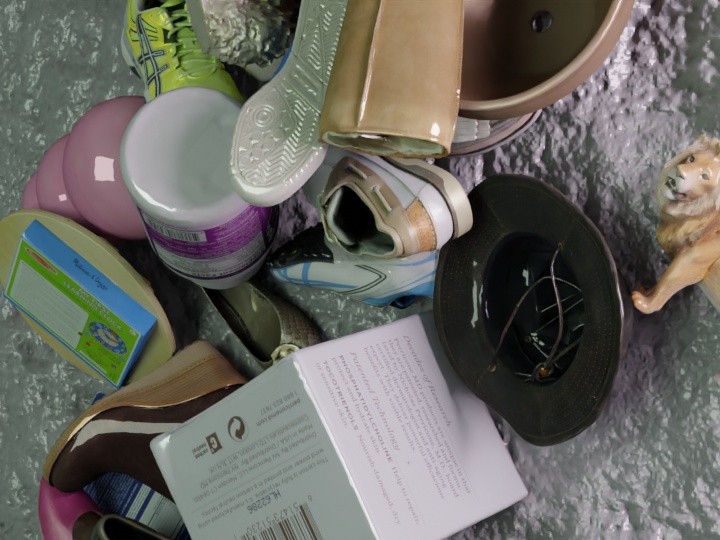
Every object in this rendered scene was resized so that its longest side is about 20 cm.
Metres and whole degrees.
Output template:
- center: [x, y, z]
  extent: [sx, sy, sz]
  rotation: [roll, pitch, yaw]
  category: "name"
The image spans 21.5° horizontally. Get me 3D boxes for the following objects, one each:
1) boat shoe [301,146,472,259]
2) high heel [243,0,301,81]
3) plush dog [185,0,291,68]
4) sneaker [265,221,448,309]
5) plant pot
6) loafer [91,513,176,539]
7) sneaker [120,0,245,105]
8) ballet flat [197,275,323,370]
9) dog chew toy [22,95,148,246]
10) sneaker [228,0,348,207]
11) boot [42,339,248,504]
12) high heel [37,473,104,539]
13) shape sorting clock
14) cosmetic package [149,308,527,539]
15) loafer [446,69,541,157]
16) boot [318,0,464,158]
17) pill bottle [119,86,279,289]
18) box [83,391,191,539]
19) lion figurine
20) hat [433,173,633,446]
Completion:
- center: [0.001, -0.053, 1.431]
  extent: [0.200, 0.068, 0.075]
  rotation: [15, 130, 59]
  category: "boat shoe"
- center: [-0.049, -0.220, 1.559]
  extent: [0.142, 0.071, 0.200]
  rotation: [-41, 45, 2]
  category: "high heel"
- center: [-0.075, -0.279, 1.490]
  extent: [0.200, 0.171, 0.161]
  rotation: [50, 148, 39]
  category: "plush dog"
- center: [0.000, 0.000, 1.508]
  extent: [0.199, 0.072, 0.073]
  rotation: [1, 125, 46]
  category: "sneaker"
- center: [0.115, -0.194, 1.368]
  extent: [0.199, 0.093, 0.203]
  rotation: [-10, 68, 26]
  category: "plant pot"
- center: [-0.141, 0.267, 1.583]
  extent: [0.199, 0.072, 0.063]
  rotation: [26, 149, 9]
  category: "loafer"
- center: [-0.154, -0.179, 1.579]
  extent: [0.200, 0.075, 0.077]
  rotation: [49, 148, 43]
  category: "sneaker"
- center: [-0.098, 0.030, 1.598]
  extent: [0.200, 0.046, 0.068]
  rotation: [51, 121, 26]
  category: "ballet flat"
- center: [-0.226, -0.074, 1.655]
  extent: [0.199, 0.124, 0.126]
  rotation: [-23, 78, 45]
  category: "dog chew toy"
- center: [-0.035, -0.122, 1.413]
  extent: [0.076, 0.111, 0.201]
  rotation: [14, 70, 13]
  category: "sneaker"
- center: [-0.162, 0.174, 1.608]
  extent: [0.199, 0.072, 0.167]
  rotation: [-36, 69, 8]
  category: "boot"
- center: [-0.210, 0.251, 1.641]
  extent: [0.096, 0.067, 0.201]
  rotation: [-34, 75, 40]
  category: "high heel"
- center: [-0.243, 0.026, 1.666]
  extent: [0.199, 0.039, 0.201]
  rotation: [28, 147, 20]
  category: "shape sorting clock"
- center: [-0.015, 0.150, 1.426]
  extent: [0.167, 0.199, 0.167]
  rotation: [-32, 80, 33]
  category: "cosmetic package"
- center: [0.046, -0.121, 1.464]
  extent: [0.199, 0.063, 0.073]
  rotation: [-6, 88, 39]
  category: "loafer"
- center: [-0.003, -0.185, 1.338]
  extent: [0.174, 0.066, 0.202]
  rotation: [4, 77, 28]
  category: "boot"
- center: [-0.122, -0.056, 1.501]
  extent: [0.111, 0.200, 0.113]
  rotation: [-1, 71, 2]
  category: "pill bottle"
- center: [-0.191, 0.212, 1.689]
  extent: [0.200, 0.032, 0.122]
  rotation: [44, 117, 27]
  category: "box"
- center: [0.263, 0.013, 1.301]
  extent: [0.122, 0.072, 0.200]
  rotation: [-45, 79, 17]
  category: "lion figurine"
- center: [0.144, 0.023, 1.374]
  extent: [0.200, 0.080, 0.202]
  rotation: [14, 108, 52]
  category: "hat"
